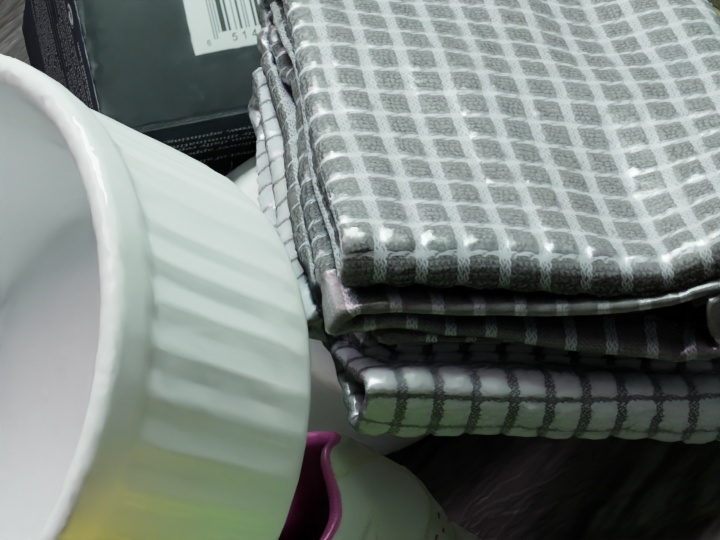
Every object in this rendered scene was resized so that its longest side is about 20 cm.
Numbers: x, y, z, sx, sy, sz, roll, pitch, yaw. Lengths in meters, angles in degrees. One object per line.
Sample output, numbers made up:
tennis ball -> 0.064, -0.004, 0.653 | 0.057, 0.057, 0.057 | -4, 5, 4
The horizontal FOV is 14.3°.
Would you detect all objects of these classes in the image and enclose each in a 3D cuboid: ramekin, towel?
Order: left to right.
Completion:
ramekin -> -0.107, 0.041, 0.883 | 0.200, 0.098, 0.201 | -17, 65, 41
towel -> 0.054, -0.030, 0.940 | 0.165, 0.086, 0.200 | 3, 31, -13

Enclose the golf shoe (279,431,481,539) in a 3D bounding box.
golf shoe -> -0.046, 0.135, 0.910 | 0.200, 0.092, 0.075 | -47, 24, -21

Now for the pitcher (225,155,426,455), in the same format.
pitcher -> 0.000, 0.000, 1.112 | 0.171, 0.121, 0.200 | -32, 6, -16

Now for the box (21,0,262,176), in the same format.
box -> -0.048, -0.090, 1.135 | 0.148, 0.107, 0.200 | -12, -11, -12

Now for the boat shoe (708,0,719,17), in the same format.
boat shoe -> 0.153, -0.118, 1.019 | 0.073, 0.200, 0.063 | -51, -20, -28
